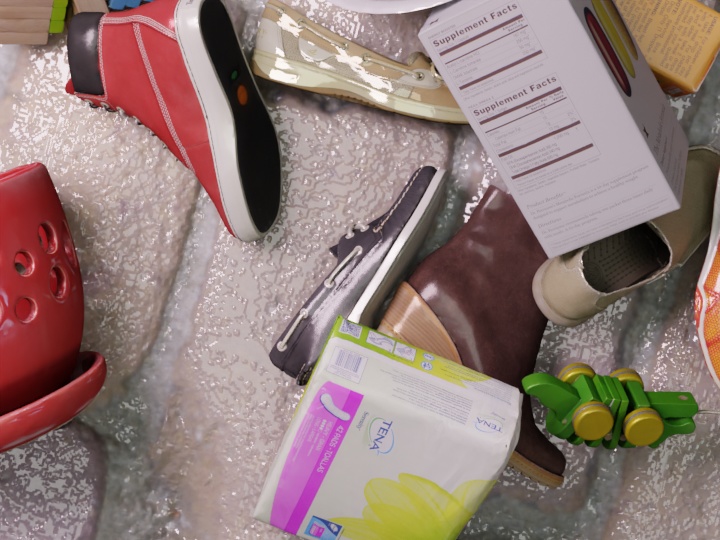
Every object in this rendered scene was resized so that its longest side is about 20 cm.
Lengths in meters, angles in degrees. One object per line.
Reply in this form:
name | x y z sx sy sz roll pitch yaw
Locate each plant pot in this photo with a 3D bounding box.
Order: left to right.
plant pot | -0.294 0.036 1.116 0.200 0.200 0.183 -18 102 -1

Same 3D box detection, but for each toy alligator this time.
toy alligator | 0.211 0.114 1.173 0.199 0.059 0.054 8 123 -16

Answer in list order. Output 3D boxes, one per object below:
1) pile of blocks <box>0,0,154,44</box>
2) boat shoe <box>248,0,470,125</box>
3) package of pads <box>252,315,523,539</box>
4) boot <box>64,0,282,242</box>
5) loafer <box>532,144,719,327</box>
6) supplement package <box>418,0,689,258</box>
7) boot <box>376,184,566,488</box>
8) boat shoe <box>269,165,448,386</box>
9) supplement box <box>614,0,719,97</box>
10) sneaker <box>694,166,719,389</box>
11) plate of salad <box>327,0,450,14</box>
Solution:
pile of blocks | -0.201 -0.235 1.179 0.200 0.082 0.062 -22 50 -10
boat shoe | 0.017 -0.156 1.177 0.200 0.073 0.063 14 97 5
package of pads | 0.020 0.140 1.140 0.154 0.068 0.200 21 135 -2
boot | -0.147 -0.111 1.179 0.144 0.072 0.200 -5 117 26
loafer | 0.221 -0.027 1.173 0.200 0.068 0.076 -41 97 -18
supplement package | 0.145 -0.131 1.119 0.109 0.114 0.200 -22 113 26
boot | 0.124 0.054 1.190 0.200 0.072 0.166 41 86 -10
boat shoe | 0.000 0.000 1.184 0.060 0.074 0.200 30 91 14
supplement box | 0.180 -0.206 1.182 0.200 0.067 0.069 25 92 -2
sneaker | 0.302 0.001 1.162 0.073 0.077 0.201 -1 98 -44
plate of salad | 0.046 -0.266 1.127 0.200 0.200 0.048 -29 136 0
